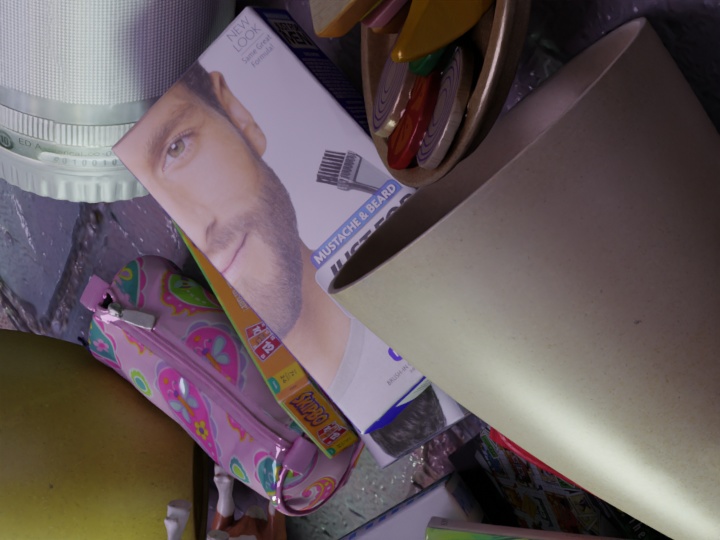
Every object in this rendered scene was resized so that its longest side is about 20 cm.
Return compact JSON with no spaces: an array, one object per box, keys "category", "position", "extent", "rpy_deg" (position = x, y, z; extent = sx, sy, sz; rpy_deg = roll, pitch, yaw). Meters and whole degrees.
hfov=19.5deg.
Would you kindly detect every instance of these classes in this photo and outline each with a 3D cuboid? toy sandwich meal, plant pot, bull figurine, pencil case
[{"category":"toy sandwich meal","position":[0.017,-0.140,0.971],"extent":[0.205,0.070,0.205],"rpy_deg":[-175,90,-70]},{"category":"plant pot","position":[-0.175,0.137,1.381],"extent":[0.142,0.200,0.200],"rpy_deg":[0,124,2]},{"category":"plant pot","position":[0.121,0.021,0.944],"extent":[0.200,0.187,0.187],"rpy_deg":[48,146,-6]},{"category":"bull figurine","position":[-0.082,0.188,1.325],"extent":[0.065,0.200,0.122],"rpy_deg":[7,110,13]},{"category":"pencil case","position":[-0.087,0.068,1.296],"extent":[0.200,0.087,0.088],"rpy_deg":[37,139,30]}]

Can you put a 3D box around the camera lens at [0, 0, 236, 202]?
[{"category":"camera lens","position":[-0.147,-0.158,1.145],"extent":[0.160,0.160,0.200],"rpy_deg":[38,139,30]}]

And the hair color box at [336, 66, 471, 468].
[{"category":"hair color box","position":[0.000,0.000,1.160],"extent":[0.200,0.061,0.099],"rpy_deg":[57,145,5]}]

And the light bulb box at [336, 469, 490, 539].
[{"category":"light bulb box","position":[0.020,0.247,1.165],"extent":[0.200,0.198,0.125],"rpy_deg":[59,-177,4]}]

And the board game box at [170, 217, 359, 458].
[{"category":"board game box","position":[-0.068,0.011,1.213],"extent":[0.200,0.030,0.096],"rpy_deg":[55,180,29]}]

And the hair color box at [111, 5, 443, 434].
[{"category":"hair color box","position":[-0.020,-0.027,1.076],"extent":[0.109,0.065,0.200],"rpy_deg":[-44,81,15]}]

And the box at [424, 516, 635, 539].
[{"category":"box","position":[0.096,0.234,1.078],"extent":[0.036,0.144,0.200],"rpy_deg":[14,-99,-85]}]

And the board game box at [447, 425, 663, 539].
[{"category":"board game box","position":[0.131,0.164,1.142],"extent":[0.200,0.023,0.105],"rpy_deg":[57,143,7]}]

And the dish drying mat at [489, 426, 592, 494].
[{"category":"dish drying mat","position":[0.150,0.101,1.054],"extent":[0.200,0.018,0.077],"rpy_deg":[27,133,29]}]
